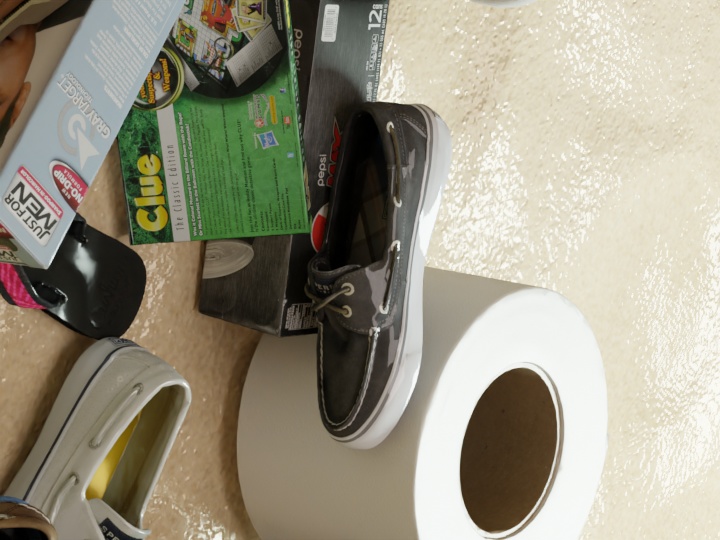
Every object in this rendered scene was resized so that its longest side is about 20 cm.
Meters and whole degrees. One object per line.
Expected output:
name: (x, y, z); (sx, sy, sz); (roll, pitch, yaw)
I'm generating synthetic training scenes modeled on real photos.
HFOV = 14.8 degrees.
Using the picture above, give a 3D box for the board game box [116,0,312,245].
board game box: (-0.087, -0.111, 1.521); (0.023, 0.105, 0.200); (-88, 173, -66)

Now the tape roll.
tape roll: (0.039, 0.099, 1.689); (0.203, 0.139, 0.203); (-16, 111, -50)

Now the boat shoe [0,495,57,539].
boat shoe: (-0.246, 0.165, 1.403); (0.200, 0.072, 0.072); (-28, 94, -22)

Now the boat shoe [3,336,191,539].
boat shoe: (-0.146, 0.142, 1.531); (0.075, 0.086, 0.202); (30, 86, -50)

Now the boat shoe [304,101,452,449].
boat shoe: (0.000, 0.000, 1.568); (0.066, 0.070, 0.200); (12, 93, -43)

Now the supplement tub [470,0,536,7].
supplement tub: (0.117, -0.266, 1.667); (0.200, 0.145, 0.145); (-43, 131, -32)

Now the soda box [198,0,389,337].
soda box: (-0.039, -0.066, 1.606); (0.063, 0.071, 0.200); (-5, 106, -50)

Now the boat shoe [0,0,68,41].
boat shoe: (-0.213, -0.131, 1.362); (0.200, 0.072, 0.068); (-44, 135, -7)

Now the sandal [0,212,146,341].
sandal: (-0.173, -0.011, 1.489); (0.200, 0.045, 0.075); (27, 83, -50)

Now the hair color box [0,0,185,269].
hair color box: (-0.168, -0.102, 1.402); (0.061, 0.099, 0.200); (51, 54, -45)
